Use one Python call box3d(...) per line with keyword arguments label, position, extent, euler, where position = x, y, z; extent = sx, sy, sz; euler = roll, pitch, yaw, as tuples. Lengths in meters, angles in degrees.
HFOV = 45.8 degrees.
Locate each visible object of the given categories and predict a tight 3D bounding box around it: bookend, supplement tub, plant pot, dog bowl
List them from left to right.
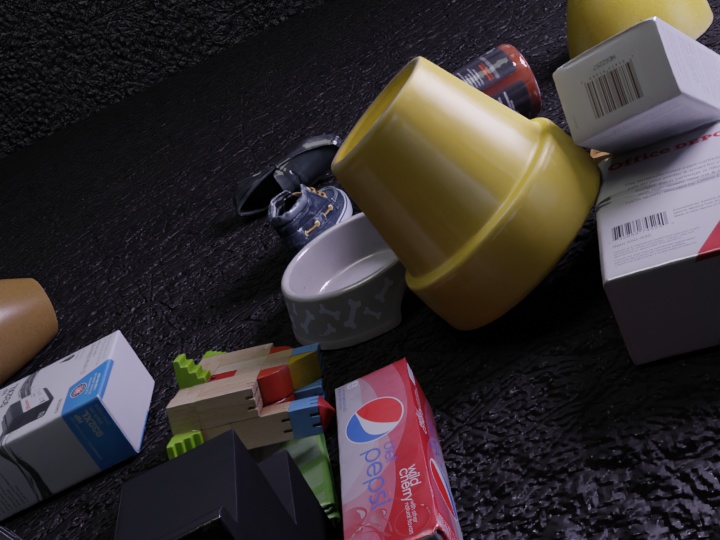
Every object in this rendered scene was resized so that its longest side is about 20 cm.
box3d(label="plant pot", position=(-0.546, 0.092, 1.221), extent=(0.199, 0.189, 0.185), euler=(-28, 21, -35))
box3d(label="bookend", position=(-0.078, 0.176, 0.521), extent=(0.091, 0.202, 0.199), euler=(-26, 26, 2))
box3d(label="dog bowl", position=(0.000, 0.000, 0.939), extent=(0.198, 0.059, 0.201), euler=(-24, 25, 12))
box3d(label="plant pot", position=(0.082, -0.082, 0.775), extent=(0.201, 0.188, 0.201), euler=(-48, 13, 15))
box3d(label="supplement tub", position=(0.134, -0.210, 1.137), extent=(0.198, 0.108, 0.107), euler=(-29, 25, -2))
box3d(label="plant pot", position=(0.365, -0.380, 1.173), extent=(0.197, 0.143, 0.201), euler=(-23, 26, 12))

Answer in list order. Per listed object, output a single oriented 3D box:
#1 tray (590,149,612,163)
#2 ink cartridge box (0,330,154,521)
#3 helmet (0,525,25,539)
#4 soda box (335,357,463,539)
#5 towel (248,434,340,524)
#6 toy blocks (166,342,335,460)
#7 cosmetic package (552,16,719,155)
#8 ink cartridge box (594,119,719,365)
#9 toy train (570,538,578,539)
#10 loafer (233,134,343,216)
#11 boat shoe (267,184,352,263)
box3d(label="tray", position=(0.317, -0.173, 0.961), extent=(0.097, 0.037, 0.201), euler=(-14, 29, 28))
box3d(label="ink cartridge box", position=(-0.339, 0.171, 0.937), extent=(0.198, 0.084, 0.146), euler=(-26, 25, 5))
box3d(label="helmet", position=(-0.302, 0.273, 0.607), extent=(0.188, 0.202, 0.201), euler=(7, 39, 25))
box3d(label="soda box", position=(0.026, 0.152, 0.621), extent=(0.069, 0.064, 0.201), euler=(-24, 25, 8))
box3d(label="towel", position=(-0.116, 0.200, 0.716), extent=(0.198, 0.031, 0.150), euler=(-28, 26, 2))
box3d(label="toy blocks", position=(-0.088, 0.110, 0.772), extent=(0.134, 0.102, 0.200), euler=(-13, 9, 3))
box3d(label="cosmetic package", position=(0.267, -0.153, 0.765), extent=(0.101, 0.075, 0.199), euler=(-23, -13, 37))
box3d(label="ink cartridge box", position=(0.271, -0.032, 0.685), extent=(0.145, 0.084, 0.201), euler=(-18, 26, 23))
box3d(label="toy train", position=(0.170, 0.174, 0.463), extent=(0.198, 0.034, 0.046), euler=(-7, 29, 39))
box3d(label="loafer", position=(-0.109, -0.141, 1.312), extent=(0.198, 0.068, 0.071), euler=(-27, 32, 16))
box3d(label="boat shoe", position=(-0.064, -0.082, 1.120), extent=(0.070, 0.092, 0.201), euler=(-19, 26, 18))
